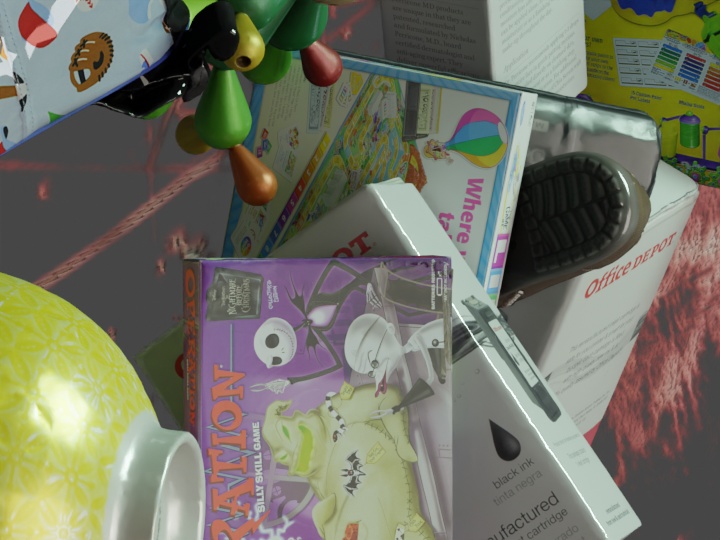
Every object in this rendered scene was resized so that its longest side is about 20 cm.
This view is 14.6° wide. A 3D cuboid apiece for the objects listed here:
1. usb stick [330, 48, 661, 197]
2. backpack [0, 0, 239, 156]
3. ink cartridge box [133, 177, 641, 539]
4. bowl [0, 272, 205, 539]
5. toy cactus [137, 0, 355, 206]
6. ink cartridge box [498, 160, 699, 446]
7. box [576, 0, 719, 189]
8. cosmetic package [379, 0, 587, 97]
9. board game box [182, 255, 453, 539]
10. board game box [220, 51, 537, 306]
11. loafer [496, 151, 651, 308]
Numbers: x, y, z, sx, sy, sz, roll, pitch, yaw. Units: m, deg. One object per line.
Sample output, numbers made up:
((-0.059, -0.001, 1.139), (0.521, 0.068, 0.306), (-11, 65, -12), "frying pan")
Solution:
((0.062, -0.070, 1.433), (0.199, 0.033, 0.056), (10, 93, -21), "usb stick")
((-0.176, -0.097, 0.960), (0.191, 0.200, 0.154), (-47, 135, -32), "backpack")
((0.011, 0.077, 1.297), (0.145, 0.200, 0.083), (-36, 173, 14), "ink cartridge box")
((-0.125, 0.101, 1.149), (0.200, 0.107, 0.201), (5, 90, -78), "bowl")
((-0.037, -0.112, 1.244), (0.165, 0.102, 0.200), (-36, 162, 11), "toy cactus")
((0.091, 0.034, 1.540), (0.146, 0.085, 0.200), (-28, 146, -55), "ink cartridge box")
((0.193, -0.158, 1.578), (0.122, 0.199, 0.193), (-27, 125, -55), "box")
((0.062, -0.168, 1.469), (0.101, 0.071, 0.201), (-42, 136, -45), "cosmetic package")
((-0.018, 0.094, 1.215), (0.120, 0.032, 0.201), (-1, 92, -18), "board game box")
((0.000, 0.000, 1.360), (0.034, 0.134, 0.201), (-5, 107, -74), "board game box")
((0.062, -0.007, 1.406), (0.071, 0.199, 0.073), (4, 77, -56), "loafer")
